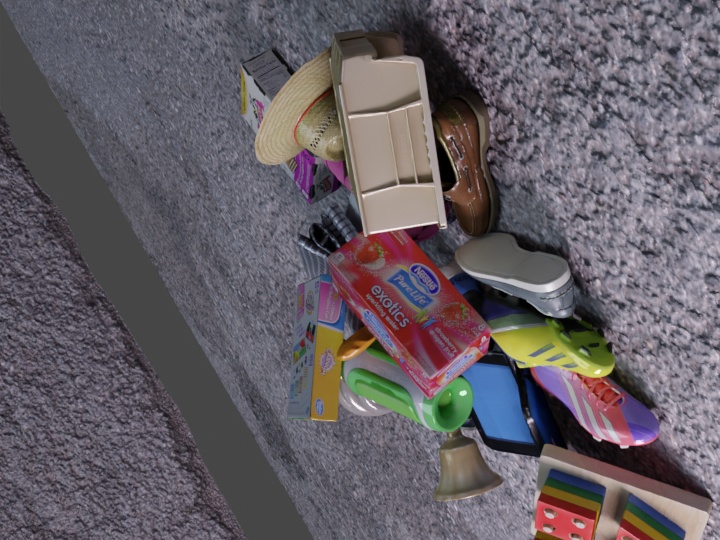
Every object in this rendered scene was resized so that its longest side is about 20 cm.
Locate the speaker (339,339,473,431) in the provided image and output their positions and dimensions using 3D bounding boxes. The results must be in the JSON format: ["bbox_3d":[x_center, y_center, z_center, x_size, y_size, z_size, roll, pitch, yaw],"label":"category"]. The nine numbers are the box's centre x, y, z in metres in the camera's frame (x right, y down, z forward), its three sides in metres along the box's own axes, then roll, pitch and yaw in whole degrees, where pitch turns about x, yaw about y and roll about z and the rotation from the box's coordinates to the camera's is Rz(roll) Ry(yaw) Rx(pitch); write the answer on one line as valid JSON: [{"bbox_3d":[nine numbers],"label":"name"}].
[{"bbox_3d":[0.058,0.150,1.482,0.199,0.088,0.089,18,136,50],"label":"speaker"}]

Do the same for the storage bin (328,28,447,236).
[{"bbox_3d":[0.026,-0.163,1.252,0.200,0.093,0.200,-103,3,-70],"label":"storage bin"}]

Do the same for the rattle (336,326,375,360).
[{"bbox_3d":[0.000,0.000,1.491,0.130,0.142,0.202,22,122,59],"label":"rattle"}]

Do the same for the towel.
[{"bbox_3d":[-0.021,0.013,1.700,0.166,0.085,0.200,53,170,18],"label":"towel"}]

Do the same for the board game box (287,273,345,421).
[{"bbox_3d":[-0.063,0.114,1.591,0.153,0.040,0.202,159,117,-73],"label":"board game box"}]

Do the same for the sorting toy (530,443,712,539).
[{"bbox_3d":[0.297,0.317,1.322,0.197,0.070,0.201,17,143,18],"label":"sorting toy"}]

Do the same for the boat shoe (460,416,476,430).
[{"bbox_3d":[0.124,0.165,1.658,0.200,0.075,0.062,49,171,50],"label":"boat shoe"}]

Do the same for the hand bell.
[{"bbox_3d":[0.129,0.214,1.571,0.104,0.103,0.202,163,93,-70],"label":"hand bell"}]

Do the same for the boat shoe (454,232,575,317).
[{"bbox_3d":[0.180,0.007,1.297,0.200,0.073,0.062,24,148,58],"label":"boat shoe"}]

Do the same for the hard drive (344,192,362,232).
[{"bbox_3d":[0.030,-0.068,1.619,0.132,0.027,0.200,55,159,14],"label":"hard drive"}]

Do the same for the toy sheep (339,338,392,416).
[{"bbox_3d":[0.014,0.156,1.660,0.139,0.137,0.200,66,163,-17],"label":"toy sheep"}]

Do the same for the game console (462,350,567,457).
[{"bbox_3d":[0.192,0.207,1.432,0.171,0.117,0.201,-88,-25,-55],"label":"game console"}]

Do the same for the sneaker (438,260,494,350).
[{"bbox_3d":[0.131,0.084,1.513,0.112,0.076,0.201,60,156,26],"label":"sneaker"}]

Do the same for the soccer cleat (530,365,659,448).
[{"bbox_3d":[0.266,0.135,1.287,0.200,0.066,0.077,38,147,51],"label":"soccer cleat"}]

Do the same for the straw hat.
[{"bbox_3d":[-0.037,-0.184,1.394,0.085,0.201,0.202,38,155,15],"label":"straw hat"}]

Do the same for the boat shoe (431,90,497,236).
[{"bbox_3d":[0.111,-0.115,1.296,0.072,0.068,0.201,39,152,44],"label":"boat shoe"}]

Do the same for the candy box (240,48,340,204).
[{"bbox_3d":[-0.106,-0.218,1.686,0.200,0.061,0.137,53,160,20],"label":"candy box"}]

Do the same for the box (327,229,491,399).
[{"bbox_3d":[0.058,0.043,1.347,0.200,0.099,0.096,50,167,19],"label":"box"}]

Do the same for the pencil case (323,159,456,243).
[{"bbox_3d":[0.036,-0.121,1.450,0.090,0.094,0.200,12,-155,-50],"label":"pencil case"}]

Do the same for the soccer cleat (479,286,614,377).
[{"bbox_3d":[0.215,0.085,1.289,0.200,0.064,0.084,32,119,45],"label":"soccer cleat"}]
